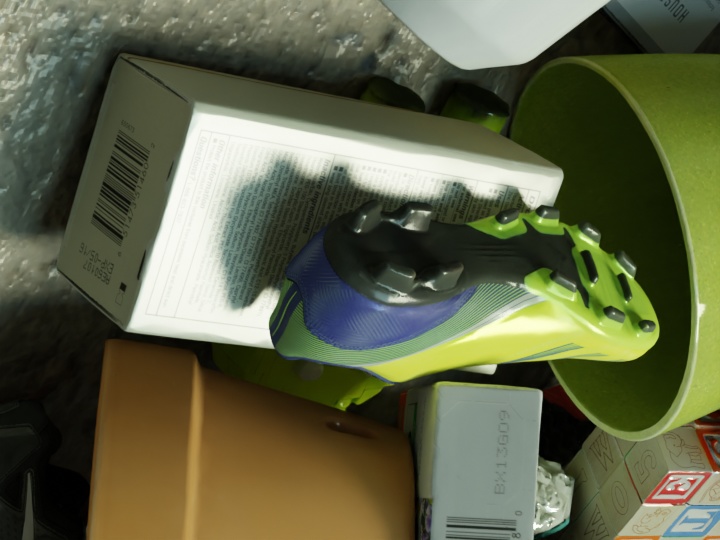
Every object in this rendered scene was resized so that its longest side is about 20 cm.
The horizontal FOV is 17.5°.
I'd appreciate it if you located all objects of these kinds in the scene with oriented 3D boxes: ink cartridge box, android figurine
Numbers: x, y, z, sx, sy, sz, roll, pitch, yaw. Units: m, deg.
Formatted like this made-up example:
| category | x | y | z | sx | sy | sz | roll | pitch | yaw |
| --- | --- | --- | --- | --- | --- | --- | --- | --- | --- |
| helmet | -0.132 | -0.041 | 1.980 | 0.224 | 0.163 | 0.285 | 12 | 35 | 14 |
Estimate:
| category | x | y | z | sx | sy | sz | roll | pitch | yaw |
| --- | --- | --- | --- | --- | --- | --- | --- | --- | --- |
| ink cartridge box | 0.041 | 0.109 | 1.077 | 0.050 | 0.109 | 0.200 | 4 | 175 | -6 |
| android figurine | 0.000 | 0.000 | 1.143 | 0.182 | 0.041 | 0.200 | 0 | 123 | -47 |

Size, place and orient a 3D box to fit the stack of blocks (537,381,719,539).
| category | x | y | z | sx | sy | sz | roll | pitch | yaw |
| --- | --- | --- | --- | --- | --- | --- | --- | --- | --- |
| stack of blocks | 0.157 | 0.144 | 1.274 | 0.115 | 0.059 | 0.200 | 2 | 139 | -28 |

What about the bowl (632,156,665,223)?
| category | x | y | z | sx | sy | sz | roll | pitch | yaw |
| --- | --- | --- | --- | --- | --- | --- | --- | --- | --- |
| bowl | 0.203 | -0.039 | 1.320 | 0.200 | 0.039 | 0.201 | -28 | 142 | -25 |

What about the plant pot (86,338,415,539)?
| category | x | y | z | sx | sy | sz | roll | pitch | yaw |
| --- | --- | --- | --- | --- | --- | --- | --- | --- | --- |
| plant pot | -0.052 | 0.135 | 1.042 | 0.139 | 0.200 | 0.201 | 5 | 131 | -4 |

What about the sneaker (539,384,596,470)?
| category | x | y | z | sx | sy | sz | roll | pitch | yaw |
| --- | --- | --- | --- | --- | --- | --- | --- | --- | --- |
| sneaker | 0.108 | 0.105 | 1.309 | 0.199 | 0.070 | 0.094 | -19 | 142 | -10 |

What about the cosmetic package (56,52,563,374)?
| category | x | y | z | sx | sy | sz | roll | pitch | yaw |
| --- | --- | --- | --- | --- | --- | --- | --- | --- | --- |
| cosmetic package | -0.020 | -0.022 | 1.019 | 0.200 | 0.073 | 0.104 | 9 | 106 | -38 |

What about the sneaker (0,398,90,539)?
| category | x | y | z | sx | sy | sz | roll | pitch | yaw |
| --- | --- | --- | --- | --- | --- | --- | --- | --- | --- |
| sneaker | -0.161 | 0.134 | 1.082 | 0.090 | 0.066 | 0.200 | -25 | 139 | -24 |

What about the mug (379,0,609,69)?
| category | x | y | z | sx | sy | sz | roll | pitch | yaw |
| --- | --- | --- | --- | --- | --- | --- | --- | --- | --- |
| mug | 0.078 | -0.159 | 0.979 | 0.153 | 0.150 | 0.186 | -45 | 140 | 12 |

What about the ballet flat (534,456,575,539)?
| category | x | y | z | sx | sy | sz | roll | pitch | yaw |
| --- | --- | --- | --- | --- | --- | --- | --- | --- | --- |
| ballet flat | 0.014 | 0.114 | 1.200 | 0.199 | 0.072 | 0.072 | -9 | 138 | -5 |

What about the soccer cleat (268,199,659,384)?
| category | x | y | z | sx | sy | sz | roll | pitch | yaw |
| --- | --- | --- | --- | --- | --- | --- | --- | --- | --- |
| soccer cleat | 0.046 | 0.016 | 1.009 | 0.200 | 0.065 | 0.084 | 7 | 137 | -41 |

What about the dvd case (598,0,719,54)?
| category | x | y | z | sx | sy | sz | roll | pitch | yaw |
| --- | --- | --- | --- | --- | --- | --- | --- | --- | --- |
| dvd case | 0.185 | -0.202 | 1.147 | 0.200 | 0.025 | 0.150 | -49 | 146 | 5 |

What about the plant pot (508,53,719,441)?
| category | x | y | z | sx | sy | sz | roll | pitch | yaw |
| --- | --- | --- | --- | --- | --- | --- | --- | --- | --- |
| plant pot | 0.202 | -0.029 | 1.161 | 0.199 | 0.187 | 0.188 | -12 | 135 | -21 |
